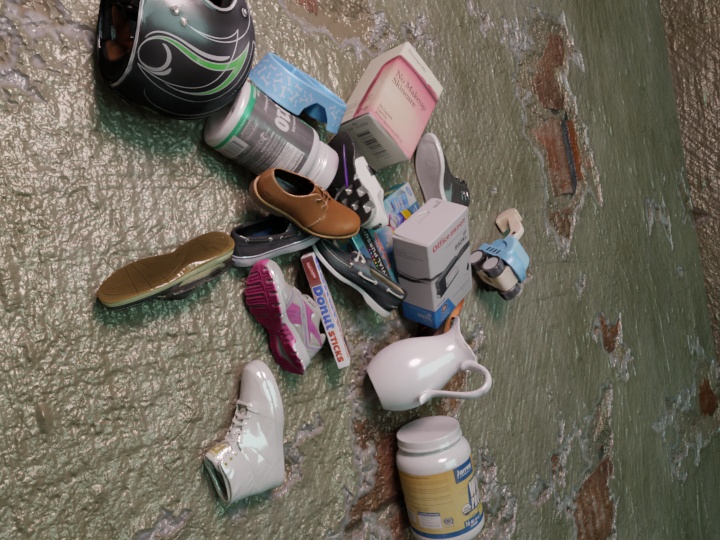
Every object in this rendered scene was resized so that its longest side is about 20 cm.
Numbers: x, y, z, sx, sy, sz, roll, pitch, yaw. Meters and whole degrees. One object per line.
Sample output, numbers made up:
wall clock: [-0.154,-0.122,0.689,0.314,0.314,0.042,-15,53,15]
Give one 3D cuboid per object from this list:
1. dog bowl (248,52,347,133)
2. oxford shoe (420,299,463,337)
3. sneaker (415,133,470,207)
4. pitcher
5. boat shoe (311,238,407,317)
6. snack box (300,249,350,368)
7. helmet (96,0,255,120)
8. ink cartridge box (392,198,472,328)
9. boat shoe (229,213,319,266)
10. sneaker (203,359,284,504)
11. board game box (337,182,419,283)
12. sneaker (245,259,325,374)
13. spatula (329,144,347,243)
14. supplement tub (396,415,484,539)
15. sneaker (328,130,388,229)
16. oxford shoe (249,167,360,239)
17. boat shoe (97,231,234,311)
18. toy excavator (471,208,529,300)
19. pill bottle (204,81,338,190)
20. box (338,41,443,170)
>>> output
dog bowl: [-0.096,-0.295,0.941,0.112,0.050,0.199,48,21,28]
oxford shoe: [0.144,0.114,1.172,0.072,0.071,0.201,38,55,-10]
sneaker: [0.181,-0.203,1.234,0.099,0.070,0.202,-28,109,-42]
pitcher: [0.122,0.190,1.029,0.198,0.172,0.122,-24,126,-3]
boat shoe: [0.000,0.000,1.003,0.200,0.060,0.076,40,18,-26]
snack box: [-0.059,0.065,0.982,0.024,0.072,0.202,-17,100,3]
helmet: [-0.241,-0.310,0.778,0.189,0.199,0.203,1,84,-45]
ink cartridge box: [0.143,-0.014,1.095,0.145,0.084,0.201,-43,136,-34]
boat shoe: [-0.130,-0.072,0.922,0.199,0.070,0.067,-23,142,-35]
sneaker: [-0.178,0.244,0.849,0.115,0.073,0.202,-7,91,-45]
board game box: [0.054,-0.060,1.112,0.200,0.047,0.152,-41,112,-38]
sneaker: [-0.118,0.065,0.923,0.088,0.081,0.202,-42,125,-41]
spatula: [-0.040,-0.120,0.979,0.020,0.201,0.057,9,36,-9]
supplement tub: [0.148,0.396,1.079,0.144,0.144,0.202,-17,97,-42]
sneaker: [-0.004,-0.159,1.040,0.088,0.074,0.202,13,54,-54]
oxford shoe: [-0.072,-0.103,0.895,0.199,0.071,0.072,20,58,-34]
boat shoe: [-0.264,0.013,0.800,0.199,0.073,0.065,-26,139,-29]
toy excavator: [0.344,-0.051,1.329,0.200,0.194,0.100,-43,116,-6]
pill bottle: [-0.138,-0.202,0.910,0.199,0.112,0.114,29,66,-37]
box: [0.058,-0.316,1.104,0.128,0.108,0.201,42,60,-30]
